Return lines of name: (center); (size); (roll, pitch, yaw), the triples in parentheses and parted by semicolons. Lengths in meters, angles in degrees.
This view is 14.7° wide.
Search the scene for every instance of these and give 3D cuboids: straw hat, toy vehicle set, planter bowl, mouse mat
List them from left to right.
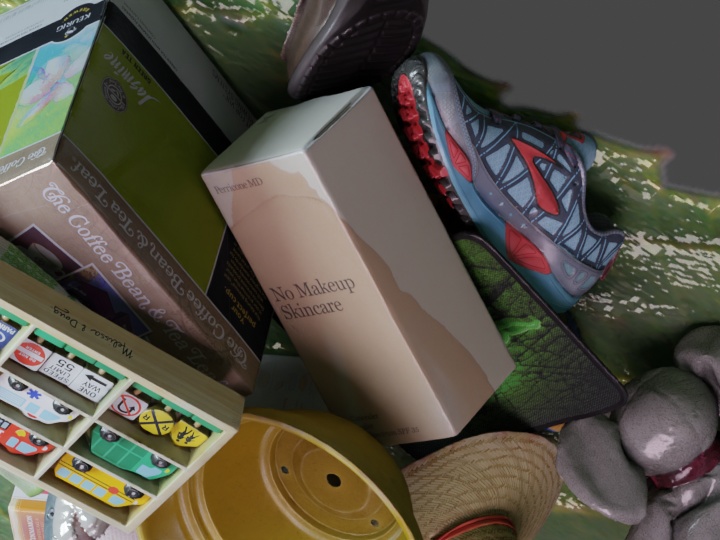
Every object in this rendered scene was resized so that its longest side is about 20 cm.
toy vehicle set: (-0.181, 0.066, 1.580); (0.199, 0.027, 0.124); (30, 132, -17)
planter bowl: (-0.031, 0.146, 1.674); (0.199, 0.084, 0.201); (16, 128, 21)
mouse mat: (0.053, 0.052, 1.749); (0.200, 0.008, 0.161); (-19, 123, 46)
straw hat: (0.065, 0.201, 1.778); (0.200, 0.085, 0.202); (-22, 144, -17)

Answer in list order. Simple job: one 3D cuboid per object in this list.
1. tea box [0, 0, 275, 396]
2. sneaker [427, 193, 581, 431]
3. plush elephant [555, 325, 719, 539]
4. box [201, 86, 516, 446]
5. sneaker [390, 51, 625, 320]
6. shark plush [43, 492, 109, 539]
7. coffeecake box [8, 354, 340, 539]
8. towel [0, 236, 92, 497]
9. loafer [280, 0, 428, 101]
tea box: (-0.152, -0.037, 1.666); (0.133, 0.197, 0.200); (-22, 124, 27)
sneaker: (0.066, 0.029, 1.782); (0.088, 0.075, 0.200); (-16, 125, 43)
plush elephant: (0.202, 0.131, 1.794); (0.164, 0.155, 0.200); (-25, 173, -17)
box: (0.000, 0.000, 1.659); (0.095, 0.078, 0.201); (-12, 115, 43)
sneaker: (0.092, -0.066, 1.689); (0.095, 0.079, 0.200); (-36, 123, -2)
shark plush: (-0.181, 0.089, 1.776); (0.091, 0.201, 0.083); (22, 124, -40)
coffeecake box: (-0.115, 0.129, 1.835); (0.199, 0.154, 0.073); (4, 135, 7)
towel: (-0.218, 0.047, 1.603); (0.200, 0.031, 0.149); (41, 131, -23)
loafer: (0.002, -0.173, 1.616); (0.073, 0.071, 0.200); (-9, 150, -29)
